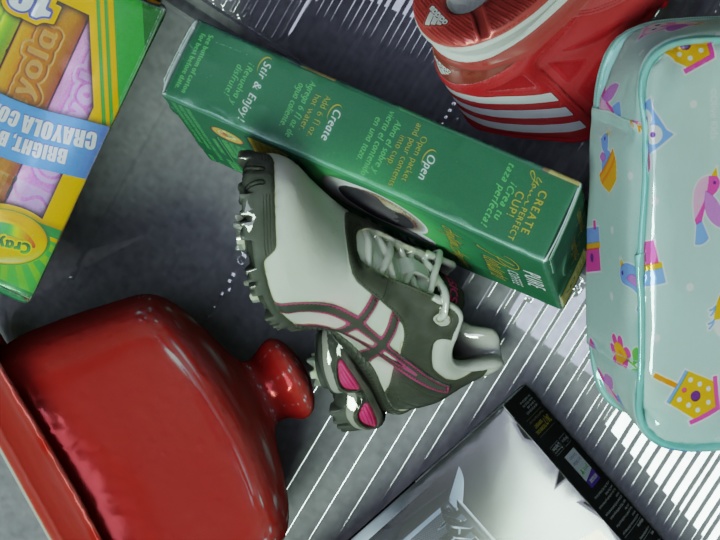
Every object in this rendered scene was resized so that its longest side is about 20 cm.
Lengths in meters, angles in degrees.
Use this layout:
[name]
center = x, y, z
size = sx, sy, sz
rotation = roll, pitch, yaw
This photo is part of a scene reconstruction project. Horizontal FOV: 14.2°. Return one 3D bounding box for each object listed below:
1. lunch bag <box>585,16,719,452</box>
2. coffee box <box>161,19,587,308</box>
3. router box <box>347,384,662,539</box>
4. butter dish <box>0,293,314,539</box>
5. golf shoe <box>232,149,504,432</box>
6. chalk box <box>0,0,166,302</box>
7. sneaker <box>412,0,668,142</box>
[lunch bag]
center = 0.187, -0.016, 1.319
size = 0.160, 0.077, 0.201
rotation = -4, 103, -15
[coffee box]
center = 0.012, -0.048, 1.365
size = 0.200, 0.123, 0.044
rotation = 24, 82, 13
[router box]
center = 0.058, 0.181, 1.428
size = 0.200, 0.052, 0.157
rotation = -42, 87, 19
[butter dish]
center = -0.092, 0.083, 1.408
size = 0.148, 0.199, 0.200
rotation = -29, 91, -4
[golf shoe]
center = 0.000, 0.000, 1.358
size = 0.088, 0.200, 0.077
rotation = -13, 56, 15
[chalk box]
center = -0.190, -0.064, 1.387
size = 0.124, 0.125, 0.200
rotation = 24, 95, -9
[sneaker]
center = 0.119, -0.136, 1.354
size = 0.200, 0.116, 0.078
rotation = -28, 56, -6
